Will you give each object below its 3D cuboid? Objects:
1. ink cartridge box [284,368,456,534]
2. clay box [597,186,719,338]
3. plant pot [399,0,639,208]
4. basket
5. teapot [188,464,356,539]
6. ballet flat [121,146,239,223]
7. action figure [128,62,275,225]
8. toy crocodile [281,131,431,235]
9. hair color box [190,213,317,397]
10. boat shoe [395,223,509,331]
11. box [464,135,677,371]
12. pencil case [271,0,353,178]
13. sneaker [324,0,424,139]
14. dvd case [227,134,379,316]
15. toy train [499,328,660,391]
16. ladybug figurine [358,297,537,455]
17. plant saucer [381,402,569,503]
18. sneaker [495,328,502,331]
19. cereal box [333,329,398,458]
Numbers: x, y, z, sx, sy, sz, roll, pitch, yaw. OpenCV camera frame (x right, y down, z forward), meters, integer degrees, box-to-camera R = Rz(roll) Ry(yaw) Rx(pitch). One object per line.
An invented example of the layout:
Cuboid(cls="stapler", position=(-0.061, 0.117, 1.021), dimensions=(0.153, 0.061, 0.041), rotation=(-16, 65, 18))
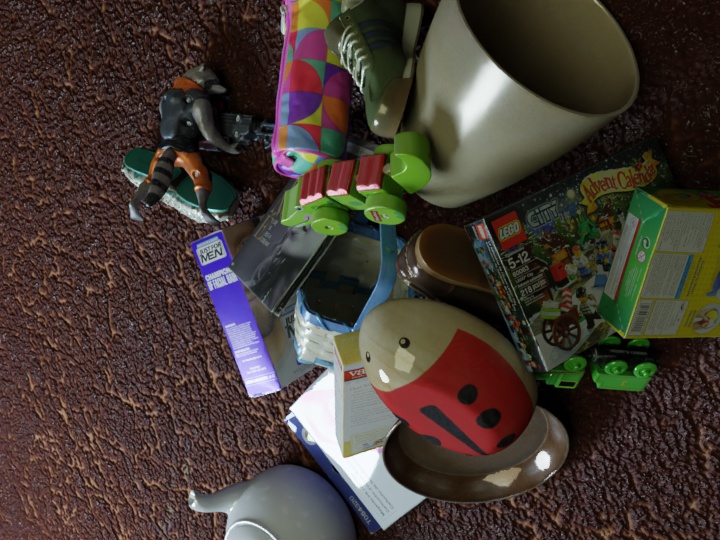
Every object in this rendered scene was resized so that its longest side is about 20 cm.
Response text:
Cuboid(cls="ink cartridge box", position=(0.001, 0.220, 1.017), dimensions=(0.197, 0.043, 0.200), rotation=(49, 124, 11))
Cuboid(cls="clay box", position=(0.305, -0.005, 0.674), dimensions=(0.048, 0.197, 0.116), rotation=(-126, 42, -57))
Cuboid(cls="plant pot", position=(0.116, -0.153, 0.746), dimensions=(0.188, 0.186, 0.200), rotation=(52, 140, 9))
Cuboid(cls="basket", position=(0.000, 0.000, 0.864), dimensions=(0.137, 0.178, 0.201), rotation=(10, 138, -8))
Cuboid(cls="teapot", position=(-0.108, 0.371, 1.076), dimensions=(0.198, 0.146, 0.200), rotation=(-2, 105, 34))
Cuboid(cls="ballet flat", position=(-0.230, -0.105, 1.064), dimensions=(0.198, 0.071, 0.073), rotation=(28, 119, 26))
Cuboid(cls="action figure", position=(-0.194, -0.157, 0.977), dimensions=(0.197, 0.104, 0.197), rotation=(1, 78, 29))
Cuboid(cls="toy crocodile", position=(-0.009, -0.079, 0.759), dimensions=(0.198, 0.061, 0.069), rotation=(-9, 65, 44))
Cuboid(cls="hair color box", position=(-0.119, 0.039, 0.997), dimensions=(0.064, 0.109, 0.202), rotation=(-19, 95, 37))
Cuboid(cls="boat shoe", position=(0.127, 0.016, 0.739), dimensions=(0.198, 0.071, 0.070), rotation=(25, 154, -11))
Cuboid(cls="box", position=(0.203, -0.017, 0.709), dimensions=(0.138, 0.198, 0.038), rotation=(66, 159, -3))
Cuboid(cls="pencil case", position=(-0.051, -0.198, 0.845), dimensions=(0.087, 0.088, 0.203), rotation=(-10, 72, 36))
Cuboid(cls="sneaker", position=(0.006, -0.204, 0.770), dimensions=(0.089, 0.202, 0.068), rotation=(16, 136, -6))
Cuboid(cls="dvd case", position=(-0.060, -0.060, 0.871), dimensions=(0.201, 0.016, 0.148), rotation=(-54, 32, -1))
Cuboid(cls="toy train", position=(0.189, 0.087, 0.779), dimensions=(0.197, 0.042, 0.057), rotation=(5, 138, -6))
Cuboid(cls="ladybug figurine", position=(0.079, 0.104, 0.719), dimensions=(0.199, 0.073, 0.135), rotation=(38, 134, -25))
Cuboid(cls="plant saucer", position=(0.121, 0.183, 0.866), dimensions=(0.197, 0.035, 0.202), rotation=(0, 135, 0))
Cuboid(cls="sneaker", position=(0.166, 0.038, 0.833), dimensions=(0.094, 0.070, 0.200), rotation=(51, 125, 19))
Cuboid(cls="cereal box", position=(0.043, 0.120, 0.849), dimensions=(0.201, 0.142, 0.040), rotation=(92, 160, -51))
